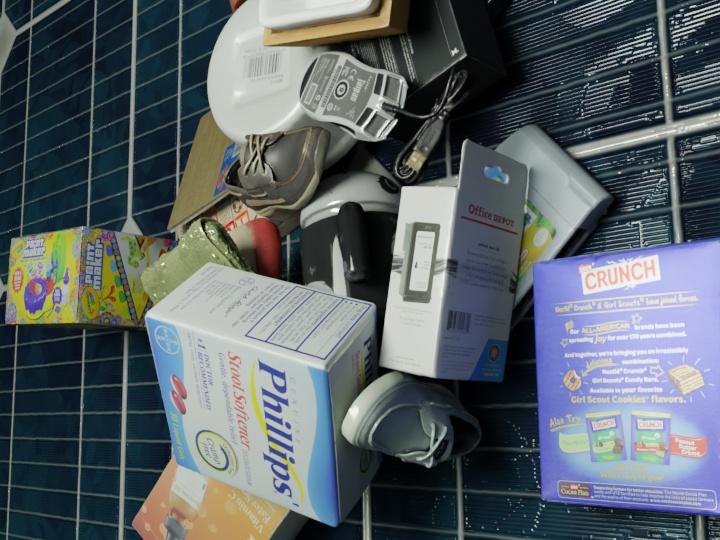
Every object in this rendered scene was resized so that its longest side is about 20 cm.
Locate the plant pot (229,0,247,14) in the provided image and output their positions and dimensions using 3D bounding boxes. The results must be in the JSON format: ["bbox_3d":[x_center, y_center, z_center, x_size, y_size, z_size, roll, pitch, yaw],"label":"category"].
[{"bbox_3d":[-0.098,-0.412,0.999,0.198,0.199,0.200,-18,81,39],"label":"plant pot"}]

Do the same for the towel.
[{"bbox_3d":[-0.138,0.053,0.880,0.147,0.037,0.201,-33,98,39],"label":"towel"}]

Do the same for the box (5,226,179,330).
[{"bbox_3d":[-0.357,0.018,1.161,0.197,0.190,0.125,-4,81,42],"label":"box"}]

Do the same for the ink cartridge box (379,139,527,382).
[{"bbox_3d":[0.088,-0.007,0.762,0.067,0.115,0.205,6,87,42],"label":"ink cartridge box"}]

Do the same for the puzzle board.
[{"bbox_3d":[-0.184,-0.157,1.098,0.149,0.017,0.204,-25,45,39],"label":"puzzle board"}]

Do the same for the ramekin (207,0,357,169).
[{"bbox_3d":[-0.082,-0.219,0.947,0.197,0.097,0.206,-9,74,33],"label":"ramekin"}]

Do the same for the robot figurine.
[{"bbox_3d":[0.001,-0.001,0.861,0.149,0.122,0.205,-26,65,53],"label":"robot figurine"}]

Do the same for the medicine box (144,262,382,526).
[{"bbox_3d":[-0.085,0.113,0.792,0.196,0.103,0.186,13,124,26],"label":"medicine box"}]

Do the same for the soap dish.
[{"bbox_3d":[-0.015,-0.318,0.810,0.154,0.081,0.205,2,83,36],"label":"soap dish"}]

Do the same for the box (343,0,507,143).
[{"bbox_3d":[0.053,-0.259,0.858,0.140,0.078,0.205,-30,65,40],"label":"box"}]

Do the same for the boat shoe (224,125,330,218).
[{"bbox_3d":[-0.094,-0.103,0.868,0.199,0.072,0.076,-25,52,61],"label":"boat shoe"}]

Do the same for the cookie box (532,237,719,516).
[{"bbox_3d":[0.234,0.088,0.687,0.169,0.074,0.206,-7,79,42],"label":"cookie box"}]

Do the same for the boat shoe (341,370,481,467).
[{"bbox_3d":[0.058,0.141,0.762,0.071,0.199,0.071,35,100,30],"label":"boat shoe"}]

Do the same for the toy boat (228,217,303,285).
[{"bbox_3d":[-0.082,0.034,0.961,0.130,0.128,0.204,-141,31,-66],"label":"toy boat"}]

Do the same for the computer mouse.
[{"bbox_3d":[0.017,-0.160,0.800,0.199,0.043,0.112,31,98,41],"label":"computer mouse"}]

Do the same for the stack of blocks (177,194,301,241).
[{"bbox_3d":[-0.150,-0.055,1.071,0.198,0.058,0.118,-32,64,35],"label":"stack of blocks"}]

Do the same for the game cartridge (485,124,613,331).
[{"bbox_3d":[0.140,-0.034,0.819,0.202,0.040,0.134,-55,49,22],"label":"game cartridge"}]

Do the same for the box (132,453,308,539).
[{"bbox_3d":[-0.145,0.265,0.965,0.152,0.106,0.202,41,112,19],"label":"box"}]

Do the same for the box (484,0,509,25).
[{"bbox_3d":[0.083,-0.268,0.907,0.202,0.032,0.122,-56,52,21],"label":"box"}]
